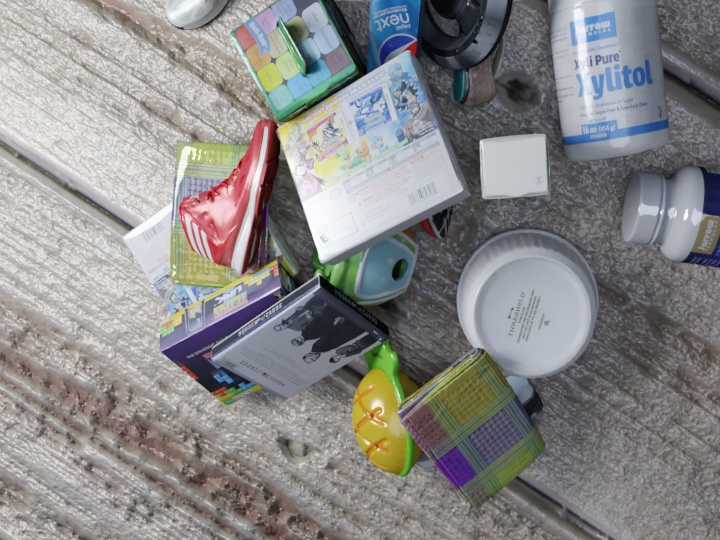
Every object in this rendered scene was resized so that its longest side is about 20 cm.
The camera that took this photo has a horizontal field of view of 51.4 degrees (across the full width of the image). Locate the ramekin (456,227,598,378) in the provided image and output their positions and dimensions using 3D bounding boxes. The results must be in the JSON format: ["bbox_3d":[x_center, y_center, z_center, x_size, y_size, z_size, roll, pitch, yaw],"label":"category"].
[{"bbox_3d":[0.227,0.050,1.009,0.196,0.094,0.208,1,101,8],"label":"ramekin"}]

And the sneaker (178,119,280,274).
[{"bbox_3d":[-0.176,-0.105,0.968,0.113,0.078,0.205,16,100,3],"label":"sneaker"}]

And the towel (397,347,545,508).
[{"bbox_3d":[0.152,0.210,0.995,0.143,0.023,0.201,-38,113,0],"label":"towel"}]

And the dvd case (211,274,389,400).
[{"bbox_3d":[-0.080,0.097,1.004,0.198,0.025,0.150,-32,133,24],"label":"dvd case"}]

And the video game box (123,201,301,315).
[{"bbox_3d":[-0.212,-0.024,1.077,0.197,0.047,0.185,-31,92,12],"label":"video game box"}]

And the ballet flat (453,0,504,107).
[{"bbox_3d":[0.156,-0.319,0.974,0.065,0.068,0.206,-3,106,-11],"label":"ballet flat"}]

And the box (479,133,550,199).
[{"bbox_3d":[0.187,-0.132,0.926,0.080,0.200,0.070,-4,99,9],"label":"box"}]

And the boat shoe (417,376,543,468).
[{"bbox_3d":[0.169,0.229,1.065,0.198,0.074,0.069,-37,111,1],"label":"boat shoe"}]

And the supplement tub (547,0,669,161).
[{"bbox_3d":[0.305,-0.246,0.924,0.128,0.132,0.206,-9,100,10],"label":"supplement tub"}]

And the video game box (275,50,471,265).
[{"bbox_3d":[0.011,-0.131,0.901,0.197,0.047,0.186,-25,78,20],"label":"video game box"}]

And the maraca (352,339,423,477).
[{"bbox_3d":[0.038,0.187,1.050,0.104,0.136,0.206,-10,93,-24],"label":"maraca"}]

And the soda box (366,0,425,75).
[{"bbox_3d":[0.044,-0.282,0.944,0.062,0.069,0.204,8,130,7],"label":"soda box"}]

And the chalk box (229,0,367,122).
[{"bbox_3d":[-0.073,-0.270,0.939,0.122,0.200,0.127,-28,94,13],"label":"chalk box"}]

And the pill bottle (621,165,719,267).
[{"bbox_3d":[0.440,-0.067,0.944,0.194,0.120,0.123,8,102,7],"label":"pill bottle"}]

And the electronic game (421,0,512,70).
[{"bbox_3d":[0.114,-0.351,0.919,0.041,0.198,0.205,-18,100,-30],"label":"electronic game"}]

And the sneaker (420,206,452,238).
[{"bbox_3d":[0.058,-0.125,1.004,0.083,0.078,0.201,-8,129,40],"label":"sneaker"}]

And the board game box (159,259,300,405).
[{"bbox_3d":[-0.154,0.093,1.048,0.197,0.058,0.166,-27,136,12],"label":"board game box"}]

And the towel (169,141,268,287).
[{"bbox_3d":[-0.192,-0.070,1.025,0.139,0.023,0.206,5,100,7],"label":"towel"}]

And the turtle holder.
[{"bbox_3d":[0.003,-0.005,1.007,0.128,0.141,0.191,14,81,-10],"label":"turtle holder"}]

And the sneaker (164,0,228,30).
[{"bbox_3d":[-0.196,-0.400,0.977,0.199,0.115,0.076,-39,94,13],"label":"sneaker"}]
